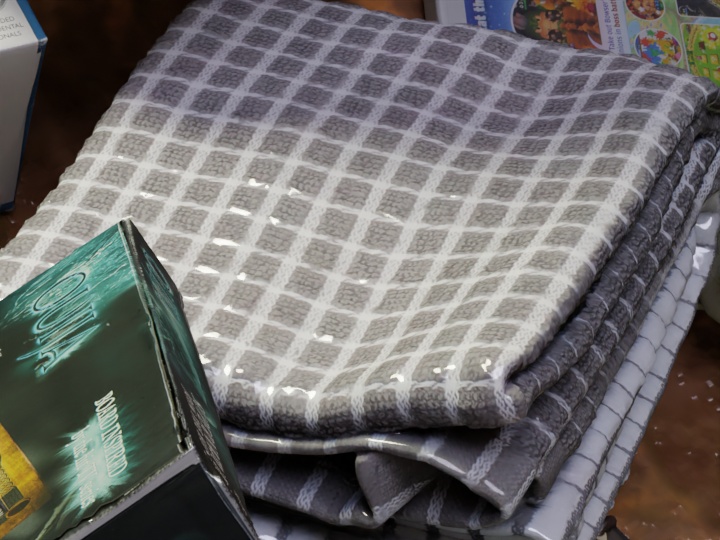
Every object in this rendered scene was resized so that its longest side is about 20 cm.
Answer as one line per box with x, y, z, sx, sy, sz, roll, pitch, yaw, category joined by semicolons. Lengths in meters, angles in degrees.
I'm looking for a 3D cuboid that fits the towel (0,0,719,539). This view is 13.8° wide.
0.000;0.000;0.807;0.165;0.086;0.200;13;37;16;towel

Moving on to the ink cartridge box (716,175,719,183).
0.210;-0.054;0.847;0.176;0.200;0.045;22;53;2;ink cartridge box

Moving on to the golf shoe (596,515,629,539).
0.069;0.105;0.798;0.200;0.078;0.095;21;52;-1;golf shoe

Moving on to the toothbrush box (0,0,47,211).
-0.200;-0.099;0.868;0.146;0.085;0.200;-15;59;-25;toothbrush box

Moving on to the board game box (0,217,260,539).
-0.092;0.056;0.635;0.135;0.200;0.028;-33;106;1;board game box

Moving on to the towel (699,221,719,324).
0.201;0.010;0.819;0.193;0.200;0.035;38;49;6;towel

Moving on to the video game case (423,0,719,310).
0.123;-0.048;0.958;0.200;0.018;0.143;4;55;-13;video game case
